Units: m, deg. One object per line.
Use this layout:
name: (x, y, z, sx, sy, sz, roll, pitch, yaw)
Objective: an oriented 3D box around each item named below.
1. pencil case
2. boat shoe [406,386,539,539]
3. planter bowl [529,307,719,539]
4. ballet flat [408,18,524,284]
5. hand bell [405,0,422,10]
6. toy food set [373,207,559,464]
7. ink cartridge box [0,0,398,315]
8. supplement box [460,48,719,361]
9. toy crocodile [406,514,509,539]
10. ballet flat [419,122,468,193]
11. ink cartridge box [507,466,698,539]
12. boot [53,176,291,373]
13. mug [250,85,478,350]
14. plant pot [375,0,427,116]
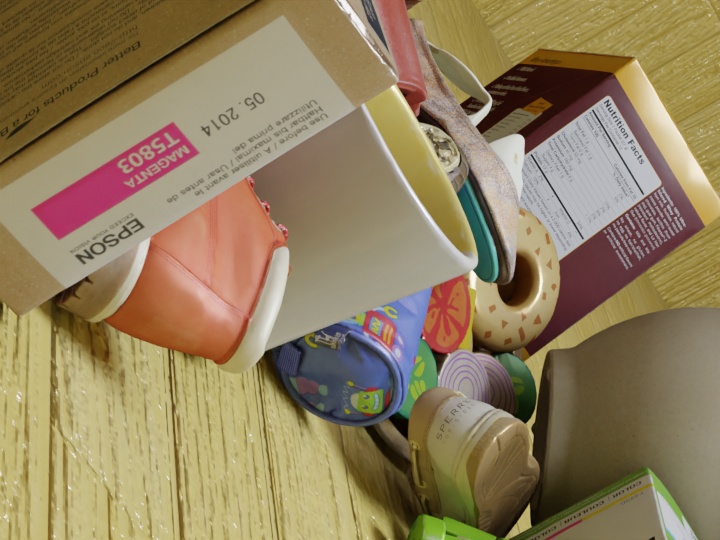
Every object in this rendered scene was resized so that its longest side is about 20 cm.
pencil case: (0.000, 0.000, 1.436, 0.087, 0.078, 0.200, 23, 43, -8)
boat shoe: (0.064, 0.123, 1.503, 0.069, 0.074, 0.200, 35, -20, 18)
planter bowl: (0.181, 0.117, 1.585, 0.200, 0.134, 0.201, -175, -90, -89)
ballet flat: (0.063, -0.084, 1.541, 0.200, 0.067, 0.068, 59, -23, 19)
hand bell: (-0.019, -0.184, 1.613, 0.200, 0.104, 0.104, 2, -47, 55)
toy food set: (0.058, 0.038, 1.581, 0.200, 0.049, 0.198, 27, 66, -49)
ink cartridge box: (-0.095, -0.096, 1.048, 0.075, 0.200, 0.165, 51, 15, -37)
supplement box: (0.119, -0.050, 1.764, 0.133, 0.200, 0.197, 57, -10, -15)
toy crocodile: (0.059, 0.196, 1.382, 0.067, 0.062, 0.200, 17, 21, -10)
ballet flat: (-0.021, -0.063, 1.395, 0.200, 0.046, 0.067, -4, 47, -28)
ink cartridge box: (0.134, 0.218, 1.416, 0.076, 0.148, 0.200, 57, 11, -18)
boot: (-0.081, -0.035, 1.163, 0.107, 0.075, 0.200, 27, 41, -21)
mug: (-0.032, -0.021, 1.267, 0.187, 0.153, 0.150, 49, 15, -47)
plant pot: (-0.057, -0.170, 1.487, 0.201, 0.200, 0.196, 29, 41, -70)
